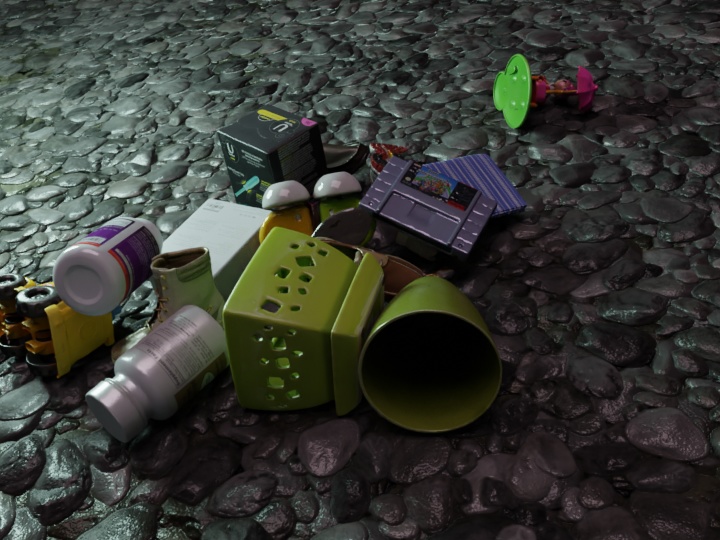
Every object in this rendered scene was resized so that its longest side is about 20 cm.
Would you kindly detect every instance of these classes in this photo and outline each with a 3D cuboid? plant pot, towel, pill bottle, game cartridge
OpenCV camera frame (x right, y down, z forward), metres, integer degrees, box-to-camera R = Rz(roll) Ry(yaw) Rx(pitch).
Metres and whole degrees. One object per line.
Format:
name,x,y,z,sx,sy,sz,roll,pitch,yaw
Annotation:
plant pot,0.097,0.092,1.123,0.186,0.188,0.200,-5,25,7
plant pot,-0.068,0.081,1.146,0.181,0.200,0.199,10,42,12
towel,0.180,-0.138,1.402,0.199,0.024,0.145,-15,59,-29
pill bottle,-0.292,0.151,1.165,0.114,0.115,0.200,22,49,34
game cartridge,0.113,-0.108,1.319,0.200,0.038,0.130,26,63,13
pill bottle,-0.387,-0.015,1.258,0.112,0.113,0.200,-1,21,12

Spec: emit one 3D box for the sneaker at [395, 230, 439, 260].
sneaker,0.153,-0.076,1.400,0.092,0.076,0.200,42,54,19

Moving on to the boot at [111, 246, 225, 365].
boot,-0.313,0.056,1.254,0.200,0.155,0.072,-24,40,-20

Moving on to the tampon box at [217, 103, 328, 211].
tampon box,-0.152,-0.180,1.478,0.150,0.200,0.126,28,52,37

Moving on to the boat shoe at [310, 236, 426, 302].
boat shoe,0.000,0.000,1.222,0.199,0.076,0.074,15,-3,4

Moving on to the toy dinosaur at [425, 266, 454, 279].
toy dinosaur,0.056,0.023,1.297,0.199,0.061,0.106,4,29,-13

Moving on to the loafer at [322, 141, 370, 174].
loafer,-0.074,-0.217,1.567,0.199,0.071,0.073,-12,42,32

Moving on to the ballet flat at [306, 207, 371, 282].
ballet flat,-0.064,-0.028,1.290,0.200,0.067,0.046,-43,1,5

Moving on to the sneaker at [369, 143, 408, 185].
sneaker,0.047,-0.198,1.560,0.078,0.082,0.200,10,23,5

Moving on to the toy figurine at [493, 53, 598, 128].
toy figurine,0.402,-0.379,1.694,0.183,0.151,0.200,-2,12,-12

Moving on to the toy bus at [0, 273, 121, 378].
toy bus,-0.494,0.062,1.322,0.200,0.136,0.192,19,33,32

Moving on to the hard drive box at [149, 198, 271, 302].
hard drive box,-0.257,-0.032,1.417,0.155,0.077,0.200,13,43,26

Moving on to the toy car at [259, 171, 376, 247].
toy car,-0.072,-0.072,1.386,0.199,0.176,0.150,-10,2,0
